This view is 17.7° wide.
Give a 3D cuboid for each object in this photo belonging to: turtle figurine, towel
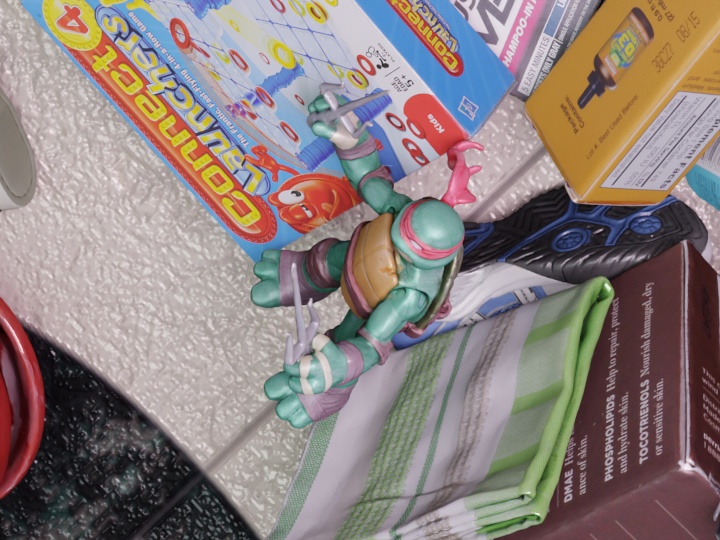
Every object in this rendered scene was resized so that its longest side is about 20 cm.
[{"bbox_3d":[0.000,0.000,1.159,0.100,0.151,0.200,15,153,-13],"label":"turtle figurine"},{"bbox_3d":[0.035,0.082,1.181,0.031,0.150,0.199,39,141,-25],"label":"towel"}]

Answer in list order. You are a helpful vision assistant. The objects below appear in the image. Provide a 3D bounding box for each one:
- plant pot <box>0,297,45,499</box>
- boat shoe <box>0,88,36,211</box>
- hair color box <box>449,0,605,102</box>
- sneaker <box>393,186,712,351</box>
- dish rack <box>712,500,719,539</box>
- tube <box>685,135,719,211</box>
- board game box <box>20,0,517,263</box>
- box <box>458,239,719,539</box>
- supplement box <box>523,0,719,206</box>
[{"bbox_3d":[-0.300,0.097,1.378,0.199,0.182,0.202,7,111,19],"label":"plant pot"},{"bbox_3d":[-0.254,-0.124,1.343,0.060,0.072,0.203,-14,105,22],"label":"boat shoe"},{"bbox_3d":[0.039,-0.174,1.210,0.199,0.061,0.101,28,117,11],"label":"hair color box"},{"bbox_3d":[0.100,0.008,1.254,0.199,0.076,0.077,-11,122,28],"label":"sneaker"},{"bbox_3d":[0.250,0.078,1.064,0.152,0.200,0.055,14,127,19],"label":"dish rack"},{"bbox_3d":[0.219,-0.032,1.115,0.050,0.200,0.078,1,106,-17],"label":"tube"},{"bbox_3d":[-0.052,-0.122,1.214,0.200,0.056,0.195,48,139,-12],"label":"board game box"},{"bbox_3d":[0.137,0.127,1.191,0.199,0.165,0.166,-32,121,29],"label":"box"},{"bbox_3d":[0.164,-0.119,1.119,0.200,0.068,0.067,-50,53,35],"label":"supplement box"}]
